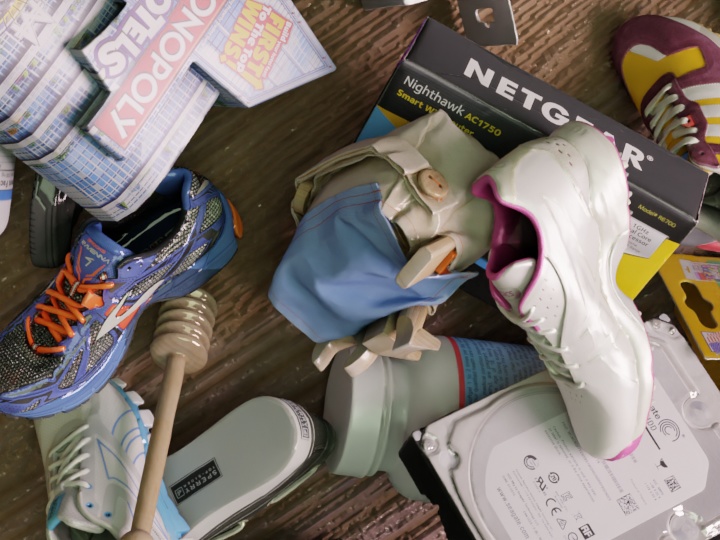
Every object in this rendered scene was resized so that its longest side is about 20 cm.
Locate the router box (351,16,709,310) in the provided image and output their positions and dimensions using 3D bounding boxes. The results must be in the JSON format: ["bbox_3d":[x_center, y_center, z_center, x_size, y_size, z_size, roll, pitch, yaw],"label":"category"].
[{"bbox_3d":[0.091,-0.048,1.046,0.200,0.149,0.051,28,47,-3],"label":"router box"}]

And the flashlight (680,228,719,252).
[{"bbox_3d":[0.198,-0.051,1.125,0.199,0.068,0.068,10,68,-12],"label":"flashlight"}]

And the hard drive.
[{"bbox_3d":[0.141,0.122,1.015,0.200,0.038,0.140,-21,70,-26],"label":"hard drive"}]

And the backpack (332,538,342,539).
[{"bbox_3d":[0.036,0.261,1.040,0.200,0.177,0.151,9,89,25],"label":"backpack"}]

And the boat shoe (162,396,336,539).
[{"bbox_3d":[-0.104,0.146,1.070,0.200,0.064,0.071,-29,66,19],"label":"boat shoe"}]

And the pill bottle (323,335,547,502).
[{"bbox_3d":[0.081,0.100,1.095,0.199,0.109,0.109,7,96,-13],"label":"pill bottle"}]

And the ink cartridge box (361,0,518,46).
[{"bbox_3d":[0.028,-0.226,1.037,0.068,0.116,0.200,-18,100,-9],"label":"ink cartridge box"}]

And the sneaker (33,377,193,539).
[{"bbox_3d":[-0.160,0.134,1.016,0.075,0.087,0.200,-42,61,19],"label":"sneaker"}]

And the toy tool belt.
[{"bbox_3d":[0.000,0.000,1.004,0.125,0.200,0.123,38,47,-12],"label":"toy tool belt"}]

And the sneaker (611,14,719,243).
[{"bbox_3d":[0.215,-0.085,1.070,0.090,0.075,0.200,-22,60,-34],"label":"sneaker"}]

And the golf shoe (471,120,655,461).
[{"bbox_3d":[0.111,0.019,0.960,0.091,0.075,0.201,-18,104,-28],"label":"golf shoe"}]

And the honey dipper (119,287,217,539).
[{"bbox_3d":[-0.120,0.092,1.018,0.038,0.200,0.038,4,136,4],"label":"honey dipper"}]

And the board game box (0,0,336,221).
[{"bbox_3d":[-0.120,-0.135,0.974,0.200,0.062,0.200,39,75,-31],"label":"board game box"}]

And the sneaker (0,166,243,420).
[{"bbox_3d":[-0.161,0.007,1.028,0.075,0.078,0.200,35,71,26],"label":"sneaker"}]

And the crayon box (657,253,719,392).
[{"bbox_3d":[0.295,0.046,1.123,0.199,0.126,0.052,4,123,-13],"label":"crayon box"}]

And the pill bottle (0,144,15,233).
[{"bbox_3d":[-0.260,-0.076,0.996,0.112,0.112,0.201,7,96,-13],"label":"pill bottle"}]

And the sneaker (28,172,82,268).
[{"bbox_3d":[-0.144,-0.096,1.046,0.104,0.060,0.200,7,93,-10],"label":"sneaker"}]
